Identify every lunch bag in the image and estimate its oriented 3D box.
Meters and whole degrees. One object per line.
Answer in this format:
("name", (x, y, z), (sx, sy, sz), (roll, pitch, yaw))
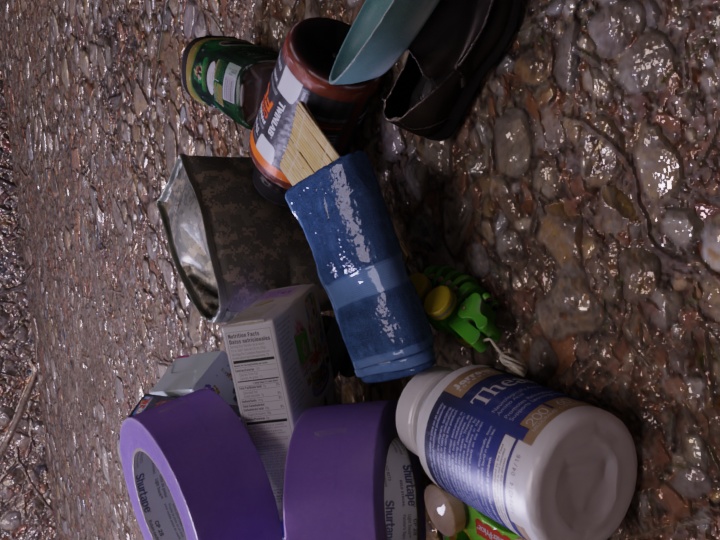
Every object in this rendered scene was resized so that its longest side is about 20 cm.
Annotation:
("lunch bag", (-0.126, -0.025, 1.106), (0.118, 0.162, 0.202), (-52, 52, 44))

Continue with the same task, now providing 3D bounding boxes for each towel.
("towel", (0.000, 0.000, 0.862), (0.111, 0.048, 0.203), (-20, 89, 59))

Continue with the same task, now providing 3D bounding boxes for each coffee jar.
("coffee jar", (-0.139, -0.226, 1.147), (0.200, 0.103, 0.087), (35, 123, 53))

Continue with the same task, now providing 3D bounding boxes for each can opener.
("can opener", (0.005, 0.060, 1.008), (0.067, 0.053, 0.201), (61, 145, 34))

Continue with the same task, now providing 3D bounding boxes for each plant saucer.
("plant saucer", (0.040, -0.232, 0.788), (0.201, 0.036, 0.201), (-55, 14, 21))

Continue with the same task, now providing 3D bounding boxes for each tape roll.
("tape roll", (0.000, 0.227, 0.901), (0.084, 0.200, 0.203), (-7, 90, 15))
("tape roll", (-0.162, 0.227, 0.953), (0.199, 0.084, 0.203), (36, 135, 45))

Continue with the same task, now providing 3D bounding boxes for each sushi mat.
("sushi mat", (-0.018, -0.059, 0.917), (0.201, 0.012, 0.096), (56, 145, 23))

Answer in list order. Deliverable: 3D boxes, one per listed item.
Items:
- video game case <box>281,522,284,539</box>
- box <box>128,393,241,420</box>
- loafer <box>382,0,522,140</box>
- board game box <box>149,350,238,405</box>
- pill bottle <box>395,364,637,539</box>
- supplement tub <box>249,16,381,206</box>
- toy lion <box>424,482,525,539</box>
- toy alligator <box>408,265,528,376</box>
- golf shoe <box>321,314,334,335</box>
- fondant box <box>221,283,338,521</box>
("video game case", (-0.079, 0.309, 1.095), (0.181, 0.199, 0.046), (-31, 26, 59))
("box", (-0.161, 0.206, 1.103), (0.198, 0.038, 0.137), (0, 134, 42))
("loafer", (0.073, -0.190, 0.811), (0.073, 0.070, 0.201), (59, 143, 35))
("board game box", (-0.145, 0.188, 1.174), (0.200, 0.065, 0.147), (47, 154, -18))
("pill bottle", (0.115, 0.140, 0.773), (0.199, 0.110, 0.113), (16, 111, 58))
("supplement tub", (-0.056, -0.158, 1.011), (0.108, 0.106, 0.201), (64, 145, 29))
("toy lion", (0.142, 0.287, 0.820), (0.199, 0.068, 0.195), (17, 119, 58))
("toy alligator", (0.095, 0.034, 0.847), (0.055, 0.059, 0.199), (-53, 35, -5))
("golf shoe", (-0.082, 0.095, 1.149), (0.200, 0.076, 0.089), (-55, 45, 50))
("fondant box", (-0.071, 0.130, 0.978), (0.144, 0.057, 0.203), (-44, -54, -71))
